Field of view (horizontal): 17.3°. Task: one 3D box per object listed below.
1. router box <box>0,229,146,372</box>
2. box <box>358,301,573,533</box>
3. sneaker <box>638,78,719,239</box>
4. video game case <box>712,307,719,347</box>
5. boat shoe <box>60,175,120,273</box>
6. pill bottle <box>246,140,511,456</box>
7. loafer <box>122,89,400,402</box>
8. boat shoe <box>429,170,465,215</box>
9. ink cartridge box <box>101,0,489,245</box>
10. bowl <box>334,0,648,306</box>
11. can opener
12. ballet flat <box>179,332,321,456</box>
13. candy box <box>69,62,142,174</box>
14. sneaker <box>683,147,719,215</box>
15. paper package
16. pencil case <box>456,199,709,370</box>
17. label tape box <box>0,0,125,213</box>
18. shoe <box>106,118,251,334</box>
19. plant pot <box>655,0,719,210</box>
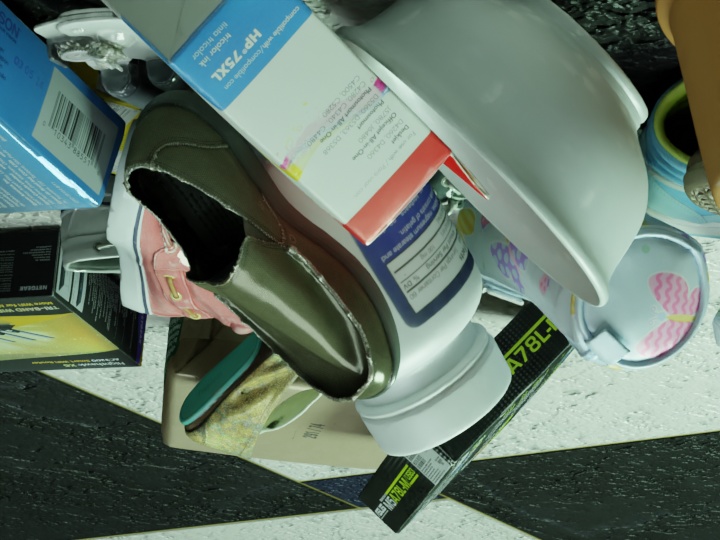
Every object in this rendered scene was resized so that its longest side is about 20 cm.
[{"bbox_3d":[-0.275,0.026,1.707,0.198,0.053,0.157,-3,159,19],"label":"router box"},{"bbox_3d":[0.092,0.080,1.613,0.047,0.193,0.200,41,160,5],"label":"box"},{"bbox_3d":[0.250,-0.061,1.335,0.198,0.080,0.131,2,161,2],"label":"sneaker"},{"bbox_3d":[0.324,-0.004,1.396,0.199,0.022,0.182,-6,-161,25],"label":"video game case"},{"bbox_3d":[-0.098,-0.015,1.540,0.198,0.067,0.074,4,160,-1],"label":"boat shoe"},{"bbox_3d":[0.000,0.000,1.352,0.119,0.120,0.201,-15,113,42],"label":"pill bottle"},{"bbox_3d":[-0.060,-0.001,1.257,0.200,0.070,0.075,48,131,-8],"label":"loafer"},{"bbox_3d":[0.050,-0.055,1.409,0.199,0.062,0.073,-14,153,41],"label":"boat shoe"},{"bbox_3d":[-0.034,-0.090,1.183,0.200,0.067,0.116,43,-179,-38],"label":"ink cartridge box"},{"bbox_3d":[0.085,-0.083,1.232,0.201,0.090,0.201,45,178,2],"label":"bowl"},{"bbox_3d":[-0.113,-0.121,1.279,0.052,0.067,0.200,-7,166,19],"label":"can opener"},{"bbox_3d":[-0.041,0.052,1.537,0.070,0.071,0.200,18,129,-35],"label":"ballet flat"},{"bbox_3d":[-0.123,-0.083,1.420,0.199,0.027,0.102,15,158,-25],"label":"candy box"},{"bbox_3d":[0.260,-0.069,1.273,0.198,0.076,0.070,0,165,-21],"label":"sneaker"},{"bbox_3d":[-0.046,0.066,1.701,0.189,0.104,0.200,6,161,-5],"label":"paper package"},{"bbox_3d":[0.125,-0.006,1.376,0.083,0.090,0.200,58,171,-22],"label":"pencil case"},{"bbox_3d":[-0.256,-0.090,1.337,0.199,0.064,0.144,-2,150,32],"label":"label tape box"},{"bbox_3d":[-0.097,-0.023,1.409,0.090,0.072,0.200,13,156,4],"label":"shoe"},{"bbox_3d":[0.240,-0.099,1.142,0.198,0.141,0.200,3,159,1],"label":"plant pot"}]
